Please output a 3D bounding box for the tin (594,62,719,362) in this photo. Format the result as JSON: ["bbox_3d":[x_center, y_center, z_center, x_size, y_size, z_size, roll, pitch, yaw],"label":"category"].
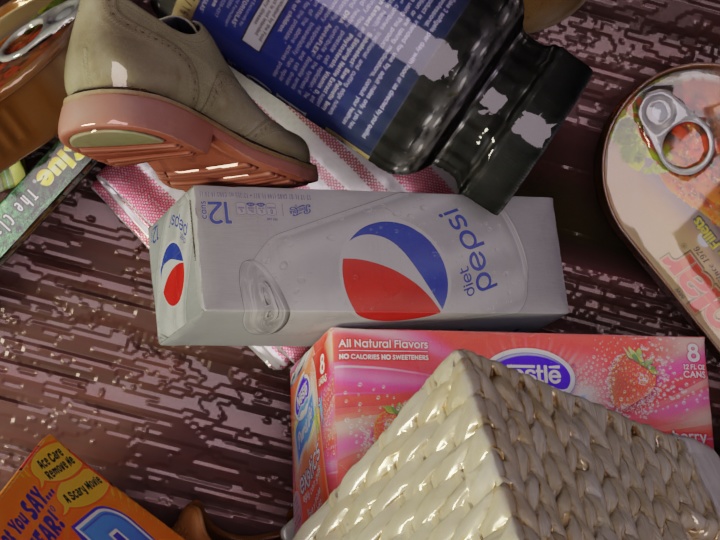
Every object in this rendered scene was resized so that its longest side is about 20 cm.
[{"bbox_3d":[0.207,-0.019,1.111,0.112,0.042,0.200,-39,94,-8],"label":"tin"}]

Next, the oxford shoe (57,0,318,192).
[{"bbox_3d":[-0.072,-0.079,0.970,0.070,0.200,0.074,-5,80,20],"label":"oxford shoe"}]

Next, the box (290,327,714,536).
[{"bbox_3d":[0.070,0.088,1.046,0.199,0.095,0.103,3,74,-15],"label":"box"}]

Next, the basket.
[{"bbox_3d":[0.068,0.176,0.902,0.160,0.199,0.200,26,118,-28],"label":"basket"}]

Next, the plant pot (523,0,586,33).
[{"bbox_3d":[0.034,-0.197,1.004,0.200,0.200,0.028,37,60,-5],"label":"plant pot"}]

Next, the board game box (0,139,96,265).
[{"bbox_3d":[-0.171,-0.027,1.041,0.023,0.105,0.200,43,87,-8],"label":"board game box"}]

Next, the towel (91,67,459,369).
[{"bbox_3d":[-0.024,-0.065,1.095,0.146,0.030,0.200,44,84,-5],"label":"towel"}]

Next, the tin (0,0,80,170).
[{"bbox_3d":[-0.202,-0.070,1.002,0.199,0.112,0.042,-31,122,11],"label":"tin"}]

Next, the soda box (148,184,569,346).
[{"bbox_3d":[0.000,0.000,1.027,0.199,0.068,0.064,1,73,-26],"label":"soda box"}]

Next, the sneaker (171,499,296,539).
[{"bbox_3d":[-0.008,0.169,1.074,0.199,0.073,0.085,15,92,-4],"label":"sneaker"}]

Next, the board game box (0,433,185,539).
[{"bbox_3d":[-0.151,0.242,0.970,0.200,0.200,0.200,38,109,-4],"label":"board game box"}]

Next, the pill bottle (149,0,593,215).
[{"bbox_3d":[0.008,-0.117,1.003,0.199,0.112,0.112,35,87,0],"label":"pill bottle"}]

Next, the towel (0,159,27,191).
[{"bbox_3d":[-0.277,-0.054,1.074,0.199,0.018,0.087,-20,92,-5],"label":"towel"}]
